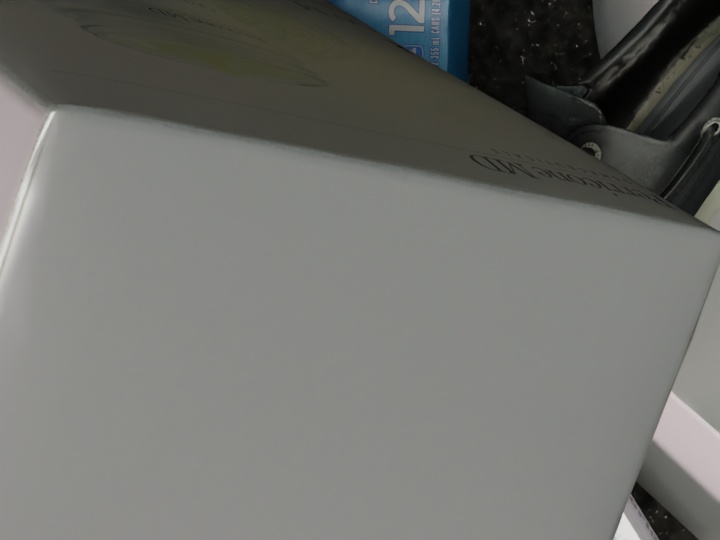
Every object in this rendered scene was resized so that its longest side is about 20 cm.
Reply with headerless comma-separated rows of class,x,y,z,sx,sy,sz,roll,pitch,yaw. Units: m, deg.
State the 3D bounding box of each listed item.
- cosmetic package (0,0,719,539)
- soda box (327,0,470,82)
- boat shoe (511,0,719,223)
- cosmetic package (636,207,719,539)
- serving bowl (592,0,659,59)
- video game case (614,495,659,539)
cosmetic package,-0.054,-0.006,0.619,0.198,0.200,0.124,9,109,-39
soda box,0.000,0.000,0.808,0.064,0.068,0.202,4,101,8
boat shoe,0.075,-0.039,0.707,0.199,0.075,0.066,-41,118,-2
cosmetic package,0.152,0.060,0.780,0.200,0.113,0.081,40,76,-4
serving bowl,0.174,-0.091,0.782,0.199,0.066,0.202,1,101,5
video game case,-0.003,0.061,0.774,0.143,0.018,0.201,-31,93,16
